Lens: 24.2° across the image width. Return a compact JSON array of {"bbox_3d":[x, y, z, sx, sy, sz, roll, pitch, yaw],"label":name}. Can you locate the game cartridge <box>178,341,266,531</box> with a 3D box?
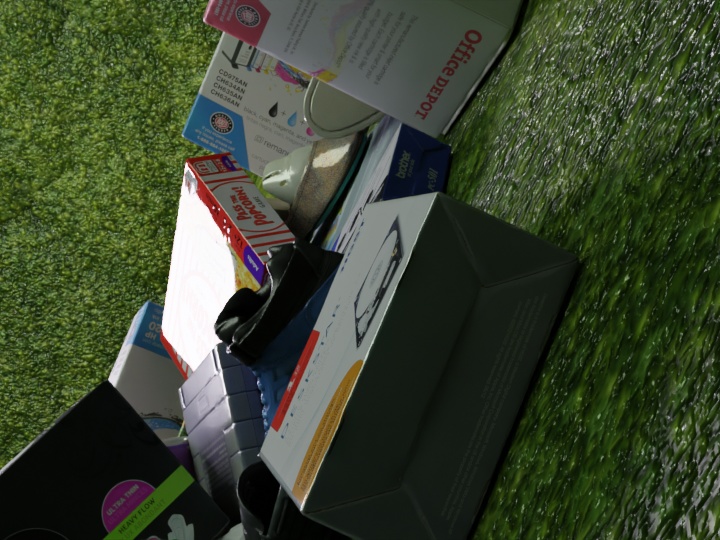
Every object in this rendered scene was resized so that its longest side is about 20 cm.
[{"bbox_3d":[-0.105,0.137,1.338,0.200,0.038,0.131,137,117,-70],"label":"game cartridge"}]

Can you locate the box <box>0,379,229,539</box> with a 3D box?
[{"bbox_3d":[-0.224,0.206,1.289,0.200,0.149,0.124,-43,4,-13],"label":"box"}]

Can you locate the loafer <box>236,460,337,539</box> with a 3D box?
[{"bbox_3d":[-0.044,0.142,1.011,0.068,0.070,0.201,-76,12,-50],"label":"loafer"}]

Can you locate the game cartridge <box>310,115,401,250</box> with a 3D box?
[{"bbox_3d":[-0.005,-0.045,1.402,0.200,0.040,0.135,139,149,-72],"label":"game cartridge"}]

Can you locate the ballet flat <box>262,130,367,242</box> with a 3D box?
[{"bbox_3d":[-0.060,-0.054,1.423,0.068,0.067,0.201,-77,13,-50],"label":"ballet flat"}]

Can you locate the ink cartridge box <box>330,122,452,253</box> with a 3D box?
[{"bbox_3d":[0.000,0.000,1.206,0.094,0.044,0.201,-74,11,-51],"label":"ink cartridge box"}]

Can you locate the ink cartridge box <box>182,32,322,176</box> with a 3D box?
[{"bbox_3d":[-0.048,-0.196,1.556,0.202,0.146,0.145,-65,-4,19],"label":"ink cartridge box"}]

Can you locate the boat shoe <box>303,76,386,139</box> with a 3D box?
[{"bbox_3d":[0.029,-0.183,1.356,0.200,0.074,0.066,-55,-6,-3],"label":"boat shoe"}]

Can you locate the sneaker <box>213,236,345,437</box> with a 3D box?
[{"bbox_3d":[-0.057,0.071,1.147,0.077,0.110,0.201,-85,20,-66],"label":"sneaker"}]

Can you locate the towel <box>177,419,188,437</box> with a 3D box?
[{"bbox_3d":[-0.153,0.207,1.500,0.018,0.086,0.202,10,74,47],"label":"towel"}]

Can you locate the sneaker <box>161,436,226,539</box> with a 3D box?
[{"bbox_3d":[-0.202,0.212,1.407,0.072,0.115,0.200,-3,25,43],"label":"sneaker"}]

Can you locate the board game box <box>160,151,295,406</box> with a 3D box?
[{"bbox_3d":[-0.110,0.026,1.427,0.152,0.046,0.202,51,140,41],"label":"board game box"}]

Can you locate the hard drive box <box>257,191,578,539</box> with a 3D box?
[{"bbox_3d":[0.021,0.049,0.833,0.200,0.076,0.157,179,115,-81],"label":"hard drive box"}]

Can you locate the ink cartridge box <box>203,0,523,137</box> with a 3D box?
[{"bbox_3d":[0.004,-0.201,1.191,0.148,0.198,0.086,-53,15,57],"label":"ink cartridge box"}]

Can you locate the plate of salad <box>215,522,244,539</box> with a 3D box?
[{"bbox_3d":[-0.117,0.248,1.207,0.200,0.048,0.200,-44,3,3],"label":"plate of salad"}]

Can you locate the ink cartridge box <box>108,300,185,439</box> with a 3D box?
[{"bbox_3d":[-0.183,0.155,1.604,0.147,0.143,0.202,151,141,-75],"label":"ink cartridge box"}]
